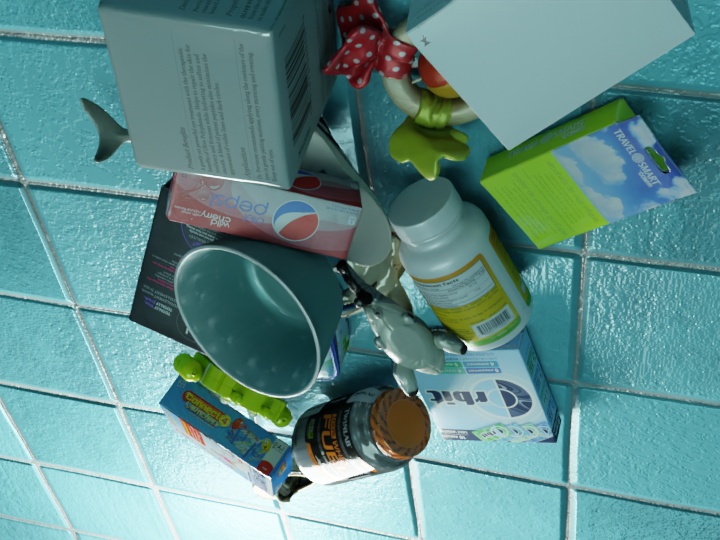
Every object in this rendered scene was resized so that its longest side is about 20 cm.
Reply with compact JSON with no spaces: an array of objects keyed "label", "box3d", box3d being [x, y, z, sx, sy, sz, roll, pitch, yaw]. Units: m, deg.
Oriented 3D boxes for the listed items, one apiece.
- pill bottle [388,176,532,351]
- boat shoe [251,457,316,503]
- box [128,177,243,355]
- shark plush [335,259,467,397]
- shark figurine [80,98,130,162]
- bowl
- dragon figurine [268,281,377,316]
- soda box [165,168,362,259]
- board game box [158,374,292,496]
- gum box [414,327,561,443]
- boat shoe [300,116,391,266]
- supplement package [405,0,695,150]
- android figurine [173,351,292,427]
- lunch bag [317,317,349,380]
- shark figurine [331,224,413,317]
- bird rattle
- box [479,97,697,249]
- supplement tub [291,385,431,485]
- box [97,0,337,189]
[{"label":"pill bottle","box3d":[0.113,-0.009,1.336,0.111,0.111,0.200,-10,131,32]},{"label":"boat shoe","box3d":[-0.123,0.341,1.862,0.072,0.076,0.200,33,139,-15]},{"label":"box","box3d":[-0.191,-0.017,1.412,0.122,0.106,0.200,24,120,6]},{"label":"shark plush","box3d":[0.031,0.068,1.357,0.200,0.083,0.091,34,102,-25]},{"label":"shark figurine","box3d":[-0.207,-0.167,1.334,0.214,0.128,0.090,16,116,25]},{"label":"bowl","box3d":[-0.099,0.031,1.283,0.200,0.105,0.201,22,134,24]},{"label":"dragon figurine","box3d":[-0.080,0.055,1.393,0.200,0.059,0.099,-39,97,20]},{"label":"soda box","box3d":[-0.102,-0.075,1.222,0.199,0.063,0.070,12,120,-12]},{"label":"board game box","box3d":[-0.197,0.250,1.724,0.196,0.056,0.200,33,163,7]},{"label":"gum box","box3d":[0.164,0.156,1.553,0.169,0.045,0.200,-2,136,26]},{"label":"boat shoe","box3d":[-0.028,-0.102,1.303,0.075,0.093,0.200,-25,121,11]},{"label":"supplement package","box3d":[0.167,-0.236,1.026,0.200,0.111,0.156,-31,119,29]},{"label":"android figurine","box3d":[-0.176,0.168,1.632,0.182,0.041,0.200,30,177,-23]},{"label":"lunch bag","box3d":[-0.119,0.068,1.552,0.199,0.083,0.161,8,136,14]},{"label":"shark figurine","box3d":[-0.009,0.019,1.443,0.214,0.090,0.128,-25,100,20]},{"label":"bird rattle","box3d":[0.068,-0.207,1.174,0.163,0.113,0.200,-22,113,25]},{"label":"box","box3d":[0.242,-0.102,1.225,0.200,0.048,0.122,-22,125,39]},{"label":"supplement tub","box3d":[0.002,0.234,1.637,0.122,0.123,0.200,39,143,-21]},{"label":"box","box3d":[-0.128,-0.224,1.130,0.171,0.200,0.199,9,140,11]}]
